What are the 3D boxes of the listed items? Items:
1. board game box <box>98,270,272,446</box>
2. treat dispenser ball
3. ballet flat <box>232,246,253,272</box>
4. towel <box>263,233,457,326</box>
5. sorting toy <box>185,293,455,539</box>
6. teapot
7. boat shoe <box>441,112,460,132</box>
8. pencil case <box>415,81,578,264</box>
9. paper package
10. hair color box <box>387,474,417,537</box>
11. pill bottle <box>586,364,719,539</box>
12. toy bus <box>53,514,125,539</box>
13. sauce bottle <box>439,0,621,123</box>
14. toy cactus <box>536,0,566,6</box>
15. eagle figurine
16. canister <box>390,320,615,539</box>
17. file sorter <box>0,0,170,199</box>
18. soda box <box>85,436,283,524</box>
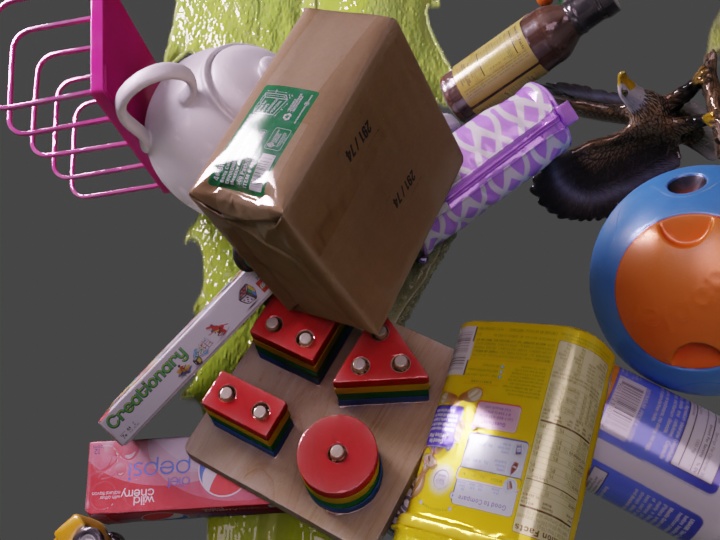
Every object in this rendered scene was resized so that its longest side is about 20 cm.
[{"bbox_3d":[-0.160,0.072,0.824,0.035,0.126,0.200,44,83,-7],"label":"board game box"},{"bbox_3d":[0.307,0.008,0.774,0.197,0.201,0.205,-2,67,5],"label":"treat dispenser ball"},{"bbox_3d":[-0.071,-0.076,0.799,0.072,0.074,0.201,28,56,15],"label":"ballet flat"},{"bbox_3d":[0.000,0.000,0.896,0.147,0.037,0.202,26,73,16],"label":"towel"},{"bbox_3d":[-0.030,0.111,0.772,0.196,0.070,0.201,22,62,20],"label":"sorting toy"},{"bbox_3d":[-0.120,-0.158,0.875,0.196,0.146,0.201,34,47,-7],"label":"teapot"},{"bbox_3d":[0.017,-0.117,0.886,0.199,0.073,0.071,-34,65,-26],"label":"boat shoe"},{"bbox_3d":[0.112,-0.099,0.844,0.199,0.085,0.084,-38,94,-1],"label":"pencil case"},{"bbox_3d":[-0.017,-0.082,0.724,0.102,0.191,0.202,12,64,35],"label":"paper package"},{"bbox_3d":[0.084,0.216,0.787,0.198,0.061,0.101,30,73,16],"label":"hair color box"},{"bbox_3d":[0.276,0.171,0.759,0.198,0.112,0.113,27,72,14],"label":"pill bottle"},{"bbox_3d":[-0.213,0.317,0.773,0.078,0.065,0.200,-42,71,-10],"label":"toy bus"},{"bbox_3d":[0.178,-0.232,0.910,0.198,0.064,0.066,-30,64,27],"label":"sauce bottle"},{"bbox_3d":[0.226,-0.339,0.995,0.162,0.103,0.203,-12,63,-20],"label":"toy cactus"},{"bbox_3d":[0.279,-0.152,0.898,0.198,0.153,0.152,-17,19,33],"label":"eagle figurine"},{"bbox_3d":[0.120,0.149,0.709,0.147,0.086,0.203,1,63,42],"label":"canister"},{"bbox_3d":[-0.288,-0.180,0.910,0.123,0.201,0.141,-9,67,5],"label":"file sorter"},{"bbox_3d":[-0.154,0.195,0.817,0.196,0.064,0.071,-5,67,3],"label":"soda box"}]
